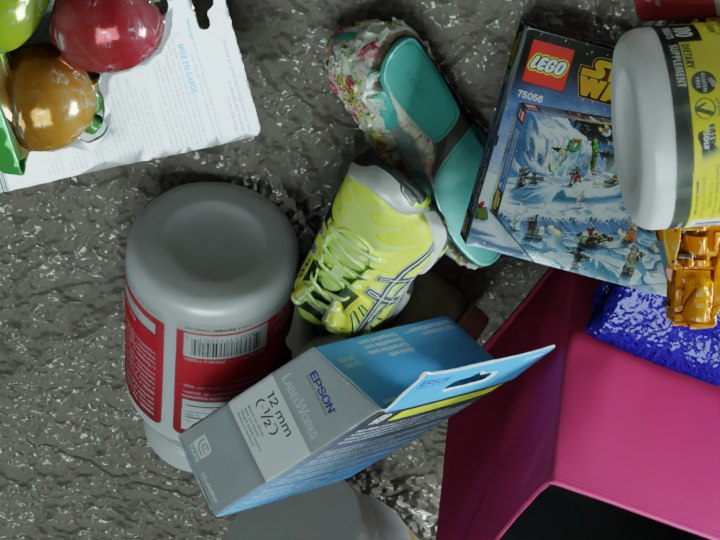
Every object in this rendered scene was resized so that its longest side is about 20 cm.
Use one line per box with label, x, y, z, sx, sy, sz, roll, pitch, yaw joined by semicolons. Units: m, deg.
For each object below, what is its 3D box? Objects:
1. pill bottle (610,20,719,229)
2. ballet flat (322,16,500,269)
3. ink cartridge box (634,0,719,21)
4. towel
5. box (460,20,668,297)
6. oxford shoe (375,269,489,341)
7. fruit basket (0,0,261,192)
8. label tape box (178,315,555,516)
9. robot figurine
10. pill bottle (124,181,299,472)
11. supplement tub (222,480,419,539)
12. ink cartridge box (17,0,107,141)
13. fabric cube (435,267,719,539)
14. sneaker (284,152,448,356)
pill bottle;0.244;-0.086;1.534;0.200;0.113;0.112;-5;140;-4
ballet flat;0.034;-0.083;1.719;0.064;0.076;0.200;18;147;40
ink cartridge box;0.241;-0.217;1.496;0.200;0.084;0.144;-2;139;13
towel;0.258;0.014;1.750;0.200;0.050;0.148;21;108;-11
box;0.174;-0.058;1.672;0.200;0.040;0.137;15;100;-7
oxford shoe;-0.003;0.053;1.889;0.200;0.070;0.075;-33;104;35
fruit basket;-0.175;-0.139;1.629;0.200;0.094;0.185;-15;123;1
label tape box;0.003;0.077;1.763;0.200;0.066;0.143;-36;165;36
robot figurine;0.235;-0.065;1.624;0.145;0.058;0.200;1;101;-5
pill bottle;-0.100;0.044;1.845;0.112;0.112;0.200;8;141;1
supplement tub;-0.004;0.254;2.052;0.145;0.145;0.200;-16;135;26
ink cartridge box;-0.226;-0.163;1.689;0.160;0.047;0.200;3;124;8
fabric cube;0.174;0.138;1.843;0.196;0.199;0.200;19;139;-14
sneaker;0.000;0.000;1.730;0.075;0.076;0.200;37;153;13
